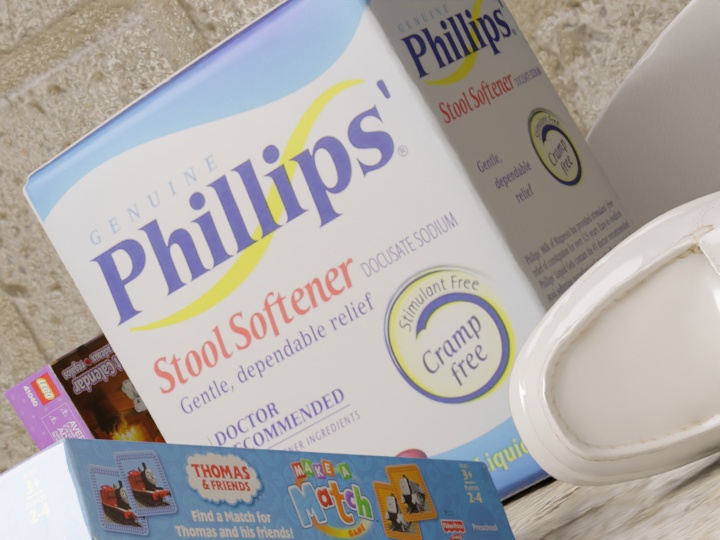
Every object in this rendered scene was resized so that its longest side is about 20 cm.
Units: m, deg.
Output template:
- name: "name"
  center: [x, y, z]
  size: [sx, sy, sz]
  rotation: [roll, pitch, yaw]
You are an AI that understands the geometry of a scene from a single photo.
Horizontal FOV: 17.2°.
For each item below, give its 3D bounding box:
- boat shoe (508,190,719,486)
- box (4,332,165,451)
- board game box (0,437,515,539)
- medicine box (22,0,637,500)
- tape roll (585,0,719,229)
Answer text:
- name: "boat shoe"
  center: [0.135, -0.002, 0.703]
  size: [0.200, 0.071, 0.069]
  rotation: [-30, -1, -7]
- name: "box"
  center: [-0.083, 0.082, 1.255]
  size: [0.039, 0.137, 0.200]
  rotation: [-31, 1, 34]
- name: "board game box"
  center: [-0.068, 0.099, 0.728]
  size: [0.151, 0.037, 0.200]
  rotation: [-30, -22, 30]
- name: "medicine box"
  center: [0.000, 0.000, 0.934]
  size: [0.182, 0.200, 0.103]
  rotation: [-30, 1, 32]
- name: "tape roll"
  center: [0.190, -0.080, 1.099]
  size: [0.202, 0.071, 0.203]
  rotation: [-39, -18, -15]
